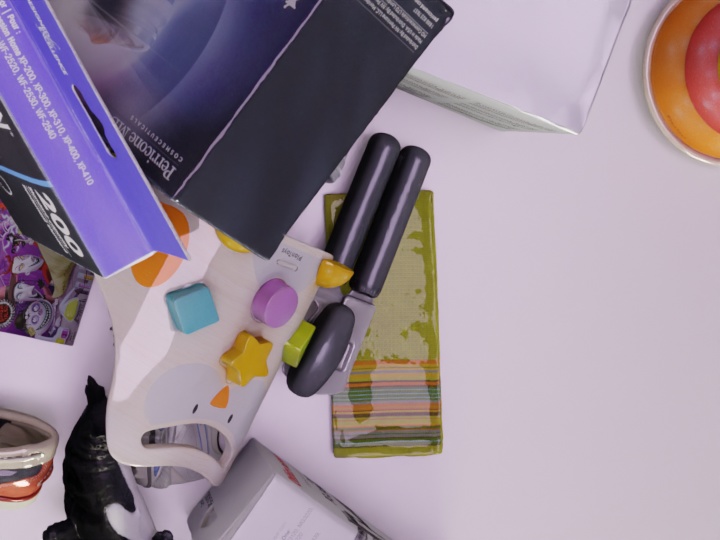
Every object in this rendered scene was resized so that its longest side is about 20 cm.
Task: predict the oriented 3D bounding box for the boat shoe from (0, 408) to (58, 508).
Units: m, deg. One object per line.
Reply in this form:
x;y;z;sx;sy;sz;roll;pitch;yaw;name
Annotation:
-0.312;0.113;1.285;0.199;0.072;0.063;17;133;-14;boat shoe

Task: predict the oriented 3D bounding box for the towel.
0.018;0.041;1.374;0.085;0.018;0.202;-3;96;-10;towel

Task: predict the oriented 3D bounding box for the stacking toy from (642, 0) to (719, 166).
0.297;-0.144;1.309;0.145;0.200;0.147;-1;96;-9;stacking toy

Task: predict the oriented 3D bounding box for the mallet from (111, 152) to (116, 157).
-0.184;-0.086;1.273;0.199;0.041;0.066;11;97;-41;mallet

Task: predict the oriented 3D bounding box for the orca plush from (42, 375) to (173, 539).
-0.186;0.175;1.285;0.071;0.201;0.105;-33;60;-28;orca plush

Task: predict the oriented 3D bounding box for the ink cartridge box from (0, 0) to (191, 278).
-0.204;-0.091;1.117;0.043;0.200;0.199;-38;118;-21;ink cartridge box

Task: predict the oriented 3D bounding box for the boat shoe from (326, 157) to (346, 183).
-0.093;-0.130;1.300;0.201;0.074;0.065;26;65;-21;boat shoe

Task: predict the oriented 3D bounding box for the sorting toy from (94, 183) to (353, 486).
-0.102;0.054;1.254;0.199;0.106;0.181;21;87;-52;sorting toy

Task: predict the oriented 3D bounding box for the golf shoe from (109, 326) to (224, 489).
-0.130;0.058;1.335;0.097;0.078;0.202;2;98;-31;golf shoe

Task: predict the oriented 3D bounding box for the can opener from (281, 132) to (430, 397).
0.000;0.000;1.332;0.052;0.066;0.201;22;88;-21;can opener

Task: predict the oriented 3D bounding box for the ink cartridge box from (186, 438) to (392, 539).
-0.019;0.218;1.319;0.200;0.145;0.084;38;87;-11;ink cartridge box

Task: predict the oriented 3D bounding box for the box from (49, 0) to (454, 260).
-0.087;-0.151;1.146;0.200;0.123;0.199;39;94;34;box

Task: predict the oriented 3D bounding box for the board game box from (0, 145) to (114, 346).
-0.224;-0.053;1.288;0.120;0.032;0.202;15;94;-42;board game box

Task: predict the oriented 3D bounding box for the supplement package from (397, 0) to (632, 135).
0.094;-0.208;1.270;0.146;0.200;0.193;20;91;-11;supplement package
